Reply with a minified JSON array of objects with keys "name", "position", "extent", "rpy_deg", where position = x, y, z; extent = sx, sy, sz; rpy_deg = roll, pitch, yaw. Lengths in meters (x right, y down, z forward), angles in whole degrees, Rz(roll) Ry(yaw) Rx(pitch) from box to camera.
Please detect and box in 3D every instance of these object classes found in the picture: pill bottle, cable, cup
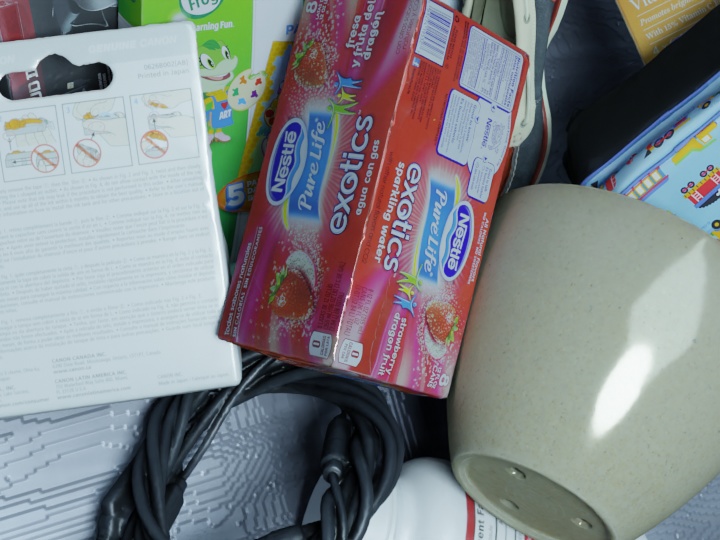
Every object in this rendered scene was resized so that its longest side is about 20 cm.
[{"name":"pill bottle","position":[0.068,0.178,0.898],"extent":[0.198,0.112,0.114],"rpy_deg":[18,72,-20]},{"name":"cable","position":[-0.056,0.110,0.839],"extent":[0.200,0.162,0.051],"rpy_deg":[-52,135,-36]},{"name":"cup","position":[0.125,0.071,0.833],"extent":[0.200,0.200,0.144],"rpy_deg":[38,65,-13]}]

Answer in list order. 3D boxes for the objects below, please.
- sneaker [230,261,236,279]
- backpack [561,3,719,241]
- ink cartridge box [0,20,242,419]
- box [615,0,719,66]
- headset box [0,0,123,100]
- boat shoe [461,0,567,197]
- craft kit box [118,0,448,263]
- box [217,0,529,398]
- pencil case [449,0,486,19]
[{"name":"sneaker","position":[0.000,0.000,0.913],"extent":[0.198,0.074,0.083],"rpy_deg":[5,112,-33]},{"name":"backpack","position":[0.240,-0.043,0.874],"extent":[0.200,0.182,0.135],"rpy_deg":[43,26,-21]},{"name":"ink cartridge box","position":[-0.156,-0.026,0.822],"extent":[0.160,0.050,0.203],"rpy_deg":[-7,95,-4]},{"name":"box","position":[0.198,-0.243,0.928],"extent":[0.202,0.123,0.097],"rpy_deg":[64,20,-3]},{"name":"headset box","position":[-0.152,-0.176,0.850],"extent":[0.199,0.077,0.150],"rpy_deg":[-26,133,-26]},{"name":"boat shoe","position":[0.086,-0.119,0.945],"extent":[0.062,0.071,0.202],"rpy_deg":[-28,136,-47]},{"name":"craft kit box","position":[-0.045,-0.104,0.882],"extent":[0.198,0.048,0.200],"rpy_deg":[-12,121,-26]},{"name":"box","position":[0.009,-0.041,0.814],"extent":[0.099,0.095,0.203],"rpy_deg":[18,84,-45]},{"name":"pencil case","position":[0.085,-0.208,1.002],"extent":[0.198,0.090,0.084],"rpy_deg":[-24,103,-26]}]
